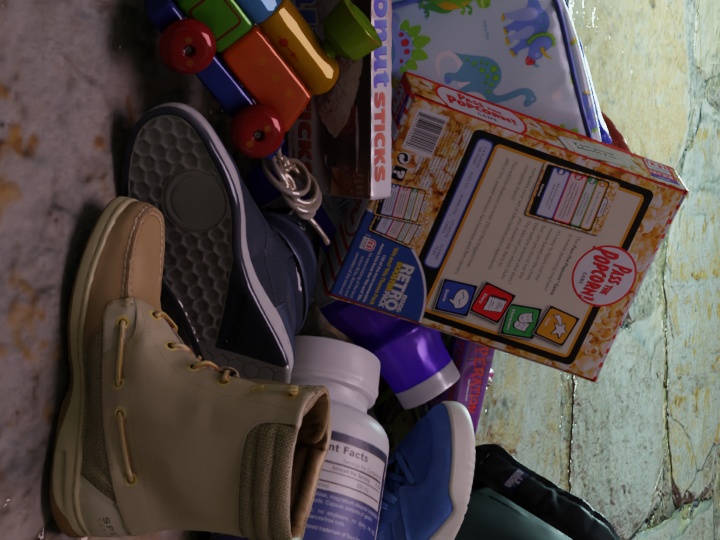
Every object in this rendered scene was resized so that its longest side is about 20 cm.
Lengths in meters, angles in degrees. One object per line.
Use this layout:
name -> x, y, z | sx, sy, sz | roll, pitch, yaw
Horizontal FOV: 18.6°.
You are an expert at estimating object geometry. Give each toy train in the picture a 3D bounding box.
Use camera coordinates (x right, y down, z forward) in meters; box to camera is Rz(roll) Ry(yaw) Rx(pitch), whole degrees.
toy train -> -0.034, -0.120, 1.360 | 0.200, 0.116, 0.085 | 50, 9, -27

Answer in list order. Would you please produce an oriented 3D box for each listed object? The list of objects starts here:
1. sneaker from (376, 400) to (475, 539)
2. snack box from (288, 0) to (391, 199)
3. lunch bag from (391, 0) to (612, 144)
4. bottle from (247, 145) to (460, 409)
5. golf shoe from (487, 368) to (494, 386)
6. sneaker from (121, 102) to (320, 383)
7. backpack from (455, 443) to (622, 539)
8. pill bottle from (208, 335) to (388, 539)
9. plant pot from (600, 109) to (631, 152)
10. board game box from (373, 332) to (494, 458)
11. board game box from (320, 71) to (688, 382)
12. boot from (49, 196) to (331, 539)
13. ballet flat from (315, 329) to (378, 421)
sneaker -> 0.002, 0.174, 1.541 | 0.077, 0.111, 0.200 | -108, -145, -56
snack box -> -0.013, -0.147, 1.402 | 0.024, 0.072, 0.200 | -10, 103, -48
lunch bag -> 0.079, -0.114, 1.486 | 0.082, 0.160, 0.200 | -96, 169, -62
bottle -> 0.000, 0.000, 1.529 | 0.200, 0.065, 0.084 | 59, 33, -6
golf shoe -> 0.033, 0.066, 1.762 | 0.200, 0.075, 0.092 | 10, 51, -64
sneaker -> -0.085, -0.034, 1.398 | 0.146, 0.077, 0.203 | -71, 147, -60
backpack -> 0.126, 0.269, 1.834 | 0.200, 0.190, 0.154 | -61, 162, -53
pill bottle -> -0.041, 0.150, 1.470 | 0.111, 0.111, 0.200 | 51, 44, -61
plant pot -> 0.097, -0.042, 1.753 | 0.195, 0.200, 0.201 | -21, 111, -61
board game box -> 0.044, 0.102, 1.618 | 0.120, 0.032, 0.200 | 48, -47, 54
board game box -> 0.094, -0.026, 1.459 | 0.046, 0.200, 0.152 | -106, -143, -65
boot -> -0.090, 0.057, 1.259 | 0.073, 0.155, 0.200 | 42, 52, -65
ballet flat -> -0.008, 0.145, 1.636 | 0.067, 0.062, 0.200 | 3, 88, -71
